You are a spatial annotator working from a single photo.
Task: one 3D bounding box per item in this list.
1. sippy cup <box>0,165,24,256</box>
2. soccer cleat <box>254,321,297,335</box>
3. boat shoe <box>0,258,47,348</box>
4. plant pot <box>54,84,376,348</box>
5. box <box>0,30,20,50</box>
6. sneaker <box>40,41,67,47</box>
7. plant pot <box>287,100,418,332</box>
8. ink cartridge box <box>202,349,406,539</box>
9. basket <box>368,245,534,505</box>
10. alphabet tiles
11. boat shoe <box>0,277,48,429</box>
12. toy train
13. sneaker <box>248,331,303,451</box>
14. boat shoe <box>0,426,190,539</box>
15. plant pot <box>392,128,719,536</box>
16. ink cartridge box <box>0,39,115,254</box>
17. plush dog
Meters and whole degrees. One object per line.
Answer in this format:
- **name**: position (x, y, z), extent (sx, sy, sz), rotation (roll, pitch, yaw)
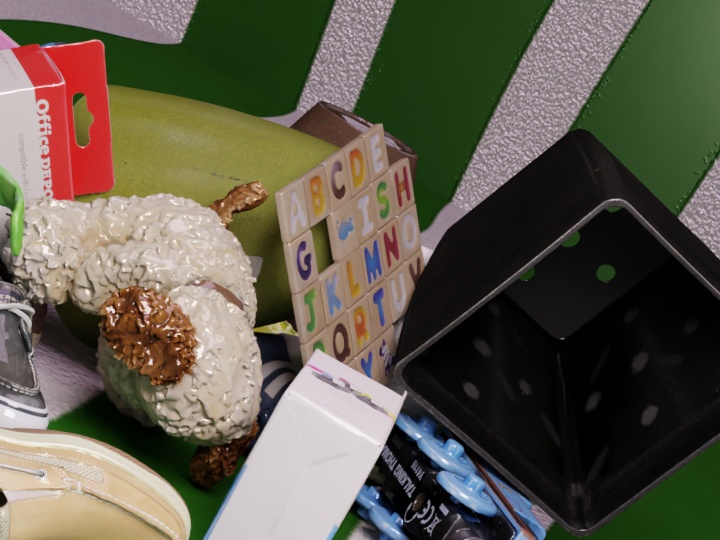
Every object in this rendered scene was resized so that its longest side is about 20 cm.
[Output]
- **sippy cup**: position (-0.298, -0.027, 1.494), extent (0.140, 0.178, 0.130), rotation (53, 11, -34)
- **soccer cleat**: position (-0.082, 0.042, 1.916), extent (0.200, 0.084, 0.065), rotation (34, 9, 24)
- **boat shoe**: position (-0.244, -0.007, 1.716), extent (0.072, 0.072, 0.200), rotation (26, 9, -22)
- **plant pot**: position (-0.088, -0.033, 1.754), extent (0.200, 0.188, 0.187), rotation (3, -3, 24)
- **box**: position (-0.354, -0.147, 1.704), extent (0.200, 0.097, 0.176), rotation (2, -31, 45)
- **sneaker**: position (-0.273, -0.115, 1.831), extent (0.078, 0.066, 0.200), rotation (15, 38, 16)
- **plant pot**: position (-0.040, -0.029, 2.074), extent (0.187, 0.200, 0.187), rotation (29, 8, -5)
- **ink cartridge box**: position (-0.032, 0.120, 1.538), extent (0.068, 0.115, 0.200), rotation (30, 8, 2)
- **basket**: position (0.066, 0.088, 1.864), extent (0.200, 0.123, 0.136), rotation (25, 47, -33)
- **alphabet tiles**: position (0.000, 0.000, 1.690), extent (0.008, 0.168, 0.200), rotation (-2, 18, 25)
- **boat shoe**: position (-0.230, 0.037, 1.517), extent (0.072, 0.071, 0.200), rotation (23, 11, -35)
- **toy train**: position (0.066, 0.166, 1.700), extent (0.114, 0.087, 0.200), rotation (32, 7, -23)
- **sneaker**: position (-0.068, 0.100, 1.723), extent (0.084, 0.075, 0.200), rotation (8, 18, -17)
- **boat shoe**: position (-0.179, 0.120, 1.276), extent (0.200, 0.072, 0.076), rotation (19, 26, -16)
- **plant pot**: position (0.152, 0.022, 1.748), extent (0.200, 0.199, 0.178), rotation (41, 22, -26)
- **ink cartridge box**: position (-0.248, -0.071, 1.618), extent (0.200, 0.116, 0.067), rotation (-11, 30, -17)
- **plush dog**: position (-0.110, 0.037, 1.577), extent (0.200, 0.160, 0.172), rotation (56, 10, -46)
